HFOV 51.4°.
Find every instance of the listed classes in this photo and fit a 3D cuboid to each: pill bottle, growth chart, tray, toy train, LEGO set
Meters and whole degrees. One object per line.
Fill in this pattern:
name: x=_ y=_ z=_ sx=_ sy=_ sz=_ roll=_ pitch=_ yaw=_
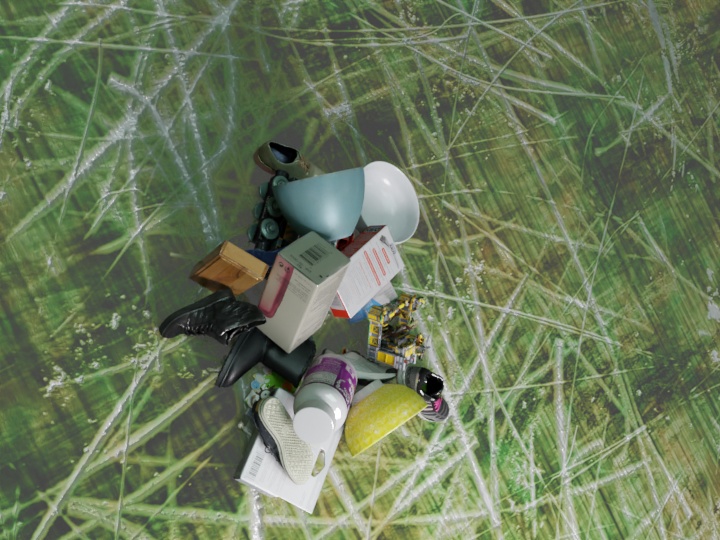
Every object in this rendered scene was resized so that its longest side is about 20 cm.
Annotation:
pill bottle: x=-0.074 y=0.261 z=1.512 sx=0.113 sy=0.112 sz=0.200 roll=48 pitch=22 yaw=-10
growth chart: x=-0.178 y=0.278 z=1.587 sx=0.144 sy=0.018 sz=0.202 roll=36 pitch=61 yaw=-17
tray: x=-0.268 y=0.004 z=1.498 sx=0.098 sy=0.199 sz=0.037 roll=31 pitch=62 yaw=-19
toy train: x=-0.176 y=-0.121 z=1.660 sx=0.113 sy=0.085 sz=0.203 roll=26 pitch=65 yaw=-32
LEGO set: x=0.103 y=0.137 z=1.678 sx=0.199 sy=0.115 sz=0.156 roll=-6 pitch=108 yaw=-59

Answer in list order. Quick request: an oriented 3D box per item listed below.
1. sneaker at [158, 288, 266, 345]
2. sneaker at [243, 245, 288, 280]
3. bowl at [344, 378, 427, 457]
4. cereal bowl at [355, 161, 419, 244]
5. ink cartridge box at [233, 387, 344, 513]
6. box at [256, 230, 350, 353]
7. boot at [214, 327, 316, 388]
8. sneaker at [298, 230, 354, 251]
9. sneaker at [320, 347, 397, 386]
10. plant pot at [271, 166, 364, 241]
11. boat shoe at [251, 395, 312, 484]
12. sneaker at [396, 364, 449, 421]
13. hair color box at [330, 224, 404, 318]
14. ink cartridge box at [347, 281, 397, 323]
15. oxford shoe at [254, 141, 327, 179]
sneaker: x=-0.295 y=0.108 z=1.490 sx=0.198 sy=0.060 sz=0.105 roll=-29 pitch=69 yaw=-10
sneaker: x=-0.193 y=-0.002 z=1.601 sx=0.197 sy=0.079 sz=0.071 roll=-9 pitch=46 yaw=-7
bowl: x=0.036 y=0.301 z=1.611 sx=0.199 sy=0.200 sz=0.108 roll=-28 pitch=78 yaw=-33
cereal bowl: x=0.043 y=-0.152 z=1.784 sx=0.198 sy=0.083 sz=0.203 roll=13 pitch=68 yaw=-35
ink cartridge box: x=-0.144 y=0.371 z=1.543 sx=0.173 sy=0.043 sz=0.202 roll=33 pitch=61 yaw=-19
box: x=-0.122 y=0.043 z=1.517 sx=0.108 sy=0.201 sz=0.128 roll=37 pitch=38 yaw=13
boot: x=-0.191 y=0.190 z=1.551 sx=0.161 sy=0.073 sz=0.200 roll=31 pitch=53 yaw=-6
sneaker: x=-0.053 y=-0.109 z=1.697 sx=0.107 sy=0.068 sz=0.203 roll=13 pitch=54 yaw=21
sneaker: x=-0.001 y=0.215 z=1.676 sx=0.198 sy=0.074 sz=0.081 roll=10 pitch=66 yaw=-28
plant pot: x=-0.077 y=-0.132 z=1.573 sx=0.198 sy=0.199 sz=0.137 roll=-17 pitch=99 yaw=-32
boat shoe: x=-0.156 y=0.337 z=1.488 sx=0.074 sy=0.062 sz=0.202 roll=-40 pitch=111 yaw=-37
sneaker: x=0.162 y=0.286 z=1.720 sx=0.201 sy=0.087 sz=0.074 roll=52 pitch=50 yaw=-33
hair color box: x=0.000 y=0.000 z=1.640 sx=0.200 sy=0.063 sz=0.112 roll=-41 pitch=118 yaw=-32
ink cartridge box: x=-0.015 y=0.004 z=1.724 sx=0.115 sy=0.068 sz=0.202 roll=-31 pitch=94 yaw=-33
oxford shoe: x=-0.143 y=-0.233 z=1.709 sx=0.198 sy=0.074 sz=0.072 roll=20 pitch=67 yaw=-25
